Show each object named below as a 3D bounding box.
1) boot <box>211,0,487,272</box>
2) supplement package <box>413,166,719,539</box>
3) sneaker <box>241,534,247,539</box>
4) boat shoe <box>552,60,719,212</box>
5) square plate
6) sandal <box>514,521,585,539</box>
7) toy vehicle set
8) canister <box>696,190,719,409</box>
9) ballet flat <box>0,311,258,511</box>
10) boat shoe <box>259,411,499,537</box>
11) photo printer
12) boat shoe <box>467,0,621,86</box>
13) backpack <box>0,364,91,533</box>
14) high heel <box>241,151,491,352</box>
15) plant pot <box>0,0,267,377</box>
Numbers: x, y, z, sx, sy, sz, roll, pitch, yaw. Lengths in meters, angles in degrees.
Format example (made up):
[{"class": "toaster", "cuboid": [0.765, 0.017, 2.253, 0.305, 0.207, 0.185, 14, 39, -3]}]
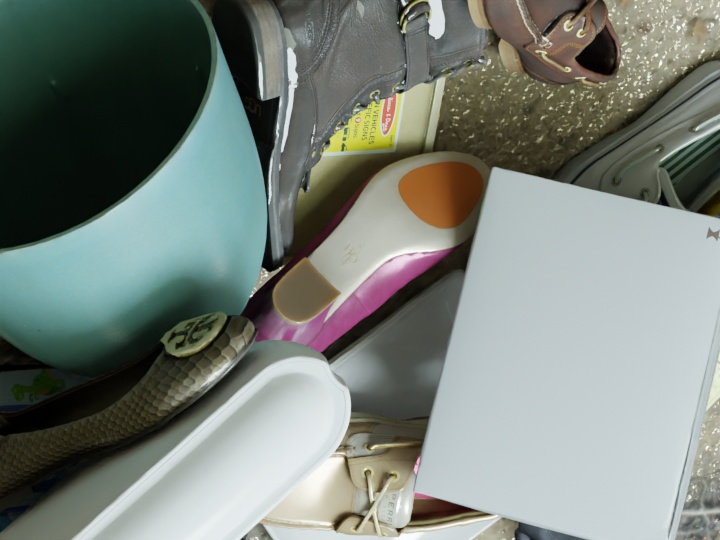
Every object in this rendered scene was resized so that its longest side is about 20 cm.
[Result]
[{"class": "boot", "cuboid": [0.002, -0.104, 1.454, 0.174, 0.069, 0.201, -21, 132, -28]}, {"class": "supplement package", "cuboid": [0.134, 0.056, 1.512, 0.155, 0.111, 0.201, 14, 86, 10]}, {"class": "sneaker", "cuboid": [-0.107, 0.108, 1.535, 0.076, 0.091, 0.201, 16, 82, -29]}, {"class": "boat shoe", "cuboid": [0.184, -0.054, 1.616, 0.200, 0.067, 0.074, -46, 128, 1]}, {"class": "square plate", "cuboid": [0.020, 0.118, 1.647, 0.198, 0.028, 0.200, -36, 128, -8]}, {"class": "sandal", "cuboid": [0.129, 0.161, 1.687, 0.076, 0.043, 0.200, -61, 162, -15]}, {"class": "toy vehicle set", "cuboid": [-0.012, -0.099, 1.506, 0.124, 0.027, 0.201, -4, 118, -28]}, {"class": "canister", "cuboid": [0.223, 0.024, 1.635, 0.087, 0.149, 0.200, 42, 94, -6]}, {"class": "ballet flat", "cuboid": [-0.138, 0.068, 1.318, 0.200, 0.067, 0.046, -29, 101, 28]}, {"class": "boat shoe", "cuboid": [0.017, 0.134, 1.591, 0.199, 0.069, 0.074, -6, 119, -27]}, {"class": "photo printer", "cuboid": [-0.098, 0.112, 1.327, 0.200, 0.166, 0.070, -41, 100, -18]}, {"class": "boat shoe", "cuboid": [0.111, -0.156, 1.458, 0.200, 0.070, 0.071, 35, 73, -72]}, {"class": "backpack", "cuboid": [-0.215, 0.119, 1.443, 0.199, 0.154, 0.163, 14, 151, -22]}, {"class": "high heel", "cuboid": [0.000, 0.000, 1.516, 0.200, 0.067, 0.096, -43, 175, -36]}, {"class": "plant pot", "cuboid": [-0.141, -0.037, 1.369, 0.200, 0.201, 0.161, -36, 136, -7]}]
